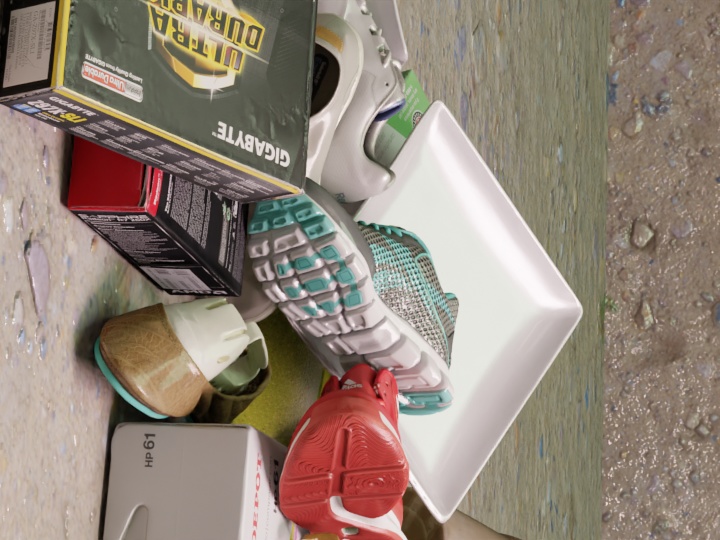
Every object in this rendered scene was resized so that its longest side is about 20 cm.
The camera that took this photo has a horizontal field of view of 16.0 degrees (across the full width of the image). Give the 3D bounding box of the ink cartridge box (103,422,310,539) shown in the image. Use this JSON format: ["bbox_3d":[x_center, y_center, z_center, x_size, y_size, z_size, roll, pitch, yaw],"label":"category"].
[{"bbox_3d":[-0.082,0.174,1.494,0.200,0.084,0.145,41,51,-72],"label":"ink cartridge box"}]

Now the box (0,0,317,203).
[{"bbox_3d":[-0.099,-0.137,1.317,0.200,0.049,0.160,23,65,-51],"label":"box"}]

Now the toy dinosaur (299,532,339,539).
[{"bbox_3d":[-0.022,0.203,1.489,0.106,0.060,0.200,-67,173,31],"label":"toy dinosaur"}]

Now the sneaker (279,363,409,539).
[{"bbox_3d":[-0.012,0.093,1.500,0.200,0.078,0.116,90,-5,-59],"label":"sneaker"}]

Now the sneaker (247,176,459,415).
[{"bbox_3d":[0.000,0.000,1.567,0.200,0.077,0.091,55,41,-39],"label":"sneaker"}]

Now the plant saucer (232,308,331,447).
[{"bbox_3d":[-0.035,0.104,1.784,0.200,0.048,0.200,76,19,-48],"label":"plant saucer"}]

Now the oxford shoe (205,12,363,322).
[{"bbox_3d":[-0.054,-0.063,1.566,0.058,0.075,0.201,-15,126,-75],"label":"oxford shoe"}]

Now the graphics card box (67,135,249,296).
[{"bbox_3d":[-0.108,-0.067,1.439,0.200,0.051,0.126,46,46,-71],"label":"graphics card box"}]

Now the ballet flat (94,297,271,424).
[{"bbox_3d":[-0.091,0.050,1.452,0.068,0.072,0.200,60,5,17],"label":"ballet flat"}]

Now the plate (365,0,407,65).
[{"bbox_3d":[-0.007,-0.232,1.768,0.200,0.032,0.201,-161,-122,-89],"label":"plate"}]

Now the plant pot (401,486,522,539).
[{"bbox_3d":[0.048,0.253,1.905,0.174,0.199,0.200,54,36,-44],"label":"plant pot"}]

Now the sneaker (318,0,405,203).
[{"bbox_3d":[-0.011,-0.135,1.628,0.074,0.087,0.201,17,73,-75],"label":"sneaker"}]

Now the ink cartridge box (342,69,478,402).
[{"bbox_3d":[0.025,-0.013,1.757,0.200,0.087,0.145,63,32,-22],"label":"ink cartridge box"}]

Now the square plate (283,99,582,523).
[{"bbox_3d":[0.046,0.026,1.670,0.198,0.028,0.200,54,55,-26],"label":"square plate"}]
